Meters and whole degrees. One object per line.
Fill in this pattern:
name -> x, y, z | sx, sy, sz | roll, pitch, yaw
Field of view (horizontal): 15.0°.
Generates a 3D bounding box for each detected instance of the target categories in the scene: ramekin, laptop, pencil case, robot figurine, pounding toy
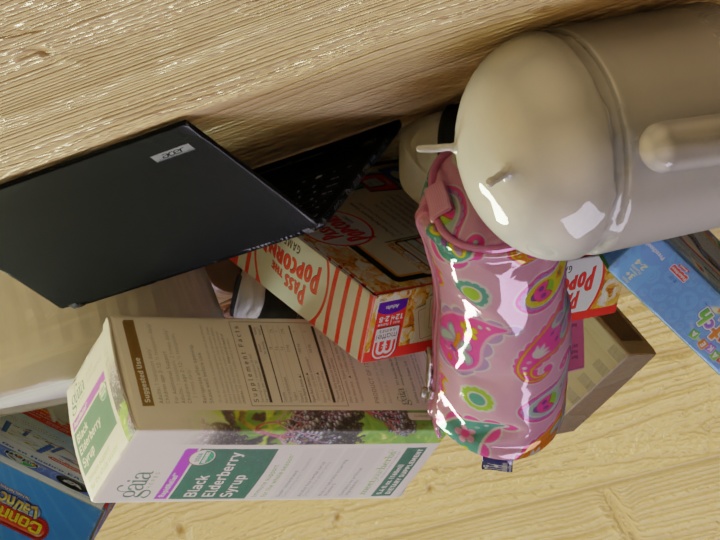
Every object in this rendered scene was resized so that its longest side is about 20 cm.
ramekin -> -0.181, 0.027, 1.658 | 0.201, 0.095, 0.202 | -14, 175, -1
laptop -> -0.102, -0.054, 1.473 | 0.176, 0.104, 0.200 | -16, -160, 30
pencil case -> 0.073, 0.020, 1.474 | 0.087, 0.088, 0.201 | -13, 142, -8
robot figurine -> 0.130, -0.069, 1.352 | 0.199, 0.114, 0.169 | -12, -172, -26
pounding toy -> 0.122, 0.043, 2.279 | 0.142, 0.200, 0.184 | -44, 169, 9

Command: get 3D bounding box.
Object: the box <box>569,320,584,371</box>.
box -> 0.037, 0.035, 2.057 | 0.199, 0.097, 0.175 | 4, -171, 43

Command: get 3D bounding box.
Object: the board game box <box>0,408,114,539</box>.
board game box -> -0.252, 0.114, 1.782 | 0.199, 0.056, 0.196 | 26, -171, -1

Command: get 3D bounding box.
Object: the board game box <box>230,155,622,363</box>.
board game box -> 0.036, -0.014, 1.615 | 0.199, 0.047, 0.151 | -9, -147, -37

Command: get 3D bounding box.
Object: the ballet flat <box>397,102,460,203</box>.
ballet flat -> 0.059, -0.060, 1.550 | 0.068, 0.068, 0.200 | -3, 177, 9

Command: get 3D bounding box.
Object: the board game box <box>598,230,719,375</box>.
board game box -> 0.172, -0.007, 1.509 | 0.037, 0.151, 0.200 | -43, -156, 12

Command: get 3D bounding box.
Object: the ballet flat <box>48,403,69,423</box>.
ballet flat -> -0.164, 0.074, 1.801 | 0.199, 0.069, 0.068 | 26, 143, -27

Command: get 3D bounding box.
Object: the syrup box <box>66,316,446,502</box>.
syrup box -> -0.059, 0.080, 1.557 | 0.199, 0.082, 0.079 | 1, 144, -28

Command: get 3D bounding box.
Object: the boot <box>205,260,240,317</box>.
boot -> -0.115, 0.025, 1.892 | 0.155, 0.077, 0.200 | -19, 171, 31

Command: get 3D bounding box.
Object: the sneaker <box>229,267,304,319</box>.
sneaker -> 0.000, 0.000, 1.703 | 0.079, 0.074, 0.200 | 29, -146, 21
